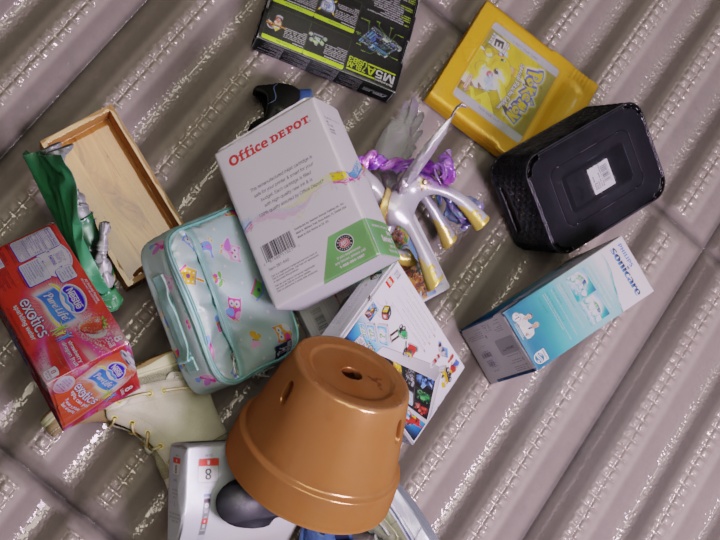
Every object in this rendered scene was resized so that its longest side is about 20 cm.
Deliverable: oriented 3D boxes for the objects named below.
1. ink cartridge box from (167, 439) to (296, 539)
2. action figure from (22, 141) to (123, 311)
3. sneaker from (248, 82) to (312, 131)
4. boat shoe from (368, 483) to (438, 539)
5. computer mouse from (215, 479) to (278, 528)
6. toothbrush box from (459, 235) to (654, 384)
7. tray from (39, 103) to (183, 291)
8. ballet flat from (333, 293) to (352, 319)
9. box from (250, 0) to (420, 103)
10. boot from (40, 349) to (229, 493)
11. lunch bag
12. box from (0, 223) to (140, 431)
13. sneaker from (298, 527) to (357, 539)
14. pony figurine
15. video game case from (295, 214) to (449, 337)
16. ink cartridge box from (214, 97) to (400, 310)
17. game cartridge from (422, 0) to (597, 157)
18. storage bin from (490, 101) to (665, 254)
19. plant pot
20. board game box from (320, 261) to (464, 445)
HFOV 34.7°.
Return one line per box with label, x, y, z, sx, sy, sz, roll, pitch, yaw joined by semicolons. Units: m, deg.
ink cartridge box;-0.140;0.293;1.301;0.160;0.050;0.204;4;83;-38
action figure;-0.316;-0.044;1.312;0.054;0.118;0.203;-26;112;-24
sneaker;-0.104;-0.138;1.439;0.077;0.070;0.203;6;71;-10
boat shoe;0.033;0.294;1.393;0.062;0.072;0.201;-36;86;4
computer mouse;-0.069;0.251;1.295;0.197;0.034;0.060;-5;85;-30
toothbrush box;0.246;0.051;1.458;0.199;0.146;0.086;-32;89;-21
tray;-0.291;-0.087;1.386;0.098;0.037;0.202;-31;89;-20
ballet flat;-0.030;0.118;1.391;0.067;0.064;0.202;29;79;-18
box;-0.024;-0.347;1.517;0.197;0.047;0.196;19;76;-13
boot;-0.249;0.189;1.321;0.198;0.072;0.157;-22;87;-23
lunch bag;-0.162;0.037;1.337;0.160;0.076;0.203;-25;93;-52
box;-0.332;0.059;1.268;0.099;0.096;0.200;-28;57;-20
sneaker;-0.023;0.353;1.336;0.073;0.081;0.204;8;78;-53
pony figurine;0.065;-0.107;1.431;0.200;0.166;0.194;45;77;-19
video game case;0.000;0.000;1.463;0.198;0.018;0.145;-25;86;-20
ink cartridge box;-0.062;-0.075;1.339;0.143;0.084;0.202;-27;78;18
game cartridge;0.207;-0.242;1.570;0.199;0.032;0.178;34;71;-7
storage bin;0.287;-0.122;1.517;0.198;0.093;0.137;-29;105;-19
plant pot;-0.034;0.166;1.261;0.197;0.201;0.142;18;113;-12
board game box;0.044;0.098;1.388;0.127;0.034;0.201;-52;129;-24
